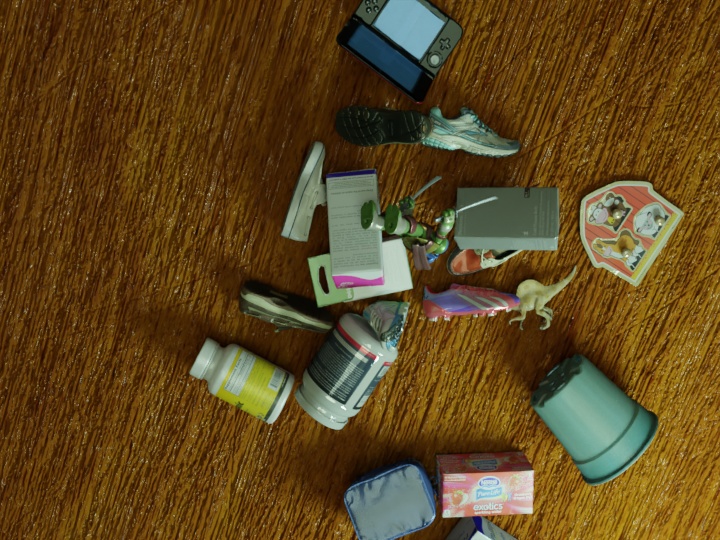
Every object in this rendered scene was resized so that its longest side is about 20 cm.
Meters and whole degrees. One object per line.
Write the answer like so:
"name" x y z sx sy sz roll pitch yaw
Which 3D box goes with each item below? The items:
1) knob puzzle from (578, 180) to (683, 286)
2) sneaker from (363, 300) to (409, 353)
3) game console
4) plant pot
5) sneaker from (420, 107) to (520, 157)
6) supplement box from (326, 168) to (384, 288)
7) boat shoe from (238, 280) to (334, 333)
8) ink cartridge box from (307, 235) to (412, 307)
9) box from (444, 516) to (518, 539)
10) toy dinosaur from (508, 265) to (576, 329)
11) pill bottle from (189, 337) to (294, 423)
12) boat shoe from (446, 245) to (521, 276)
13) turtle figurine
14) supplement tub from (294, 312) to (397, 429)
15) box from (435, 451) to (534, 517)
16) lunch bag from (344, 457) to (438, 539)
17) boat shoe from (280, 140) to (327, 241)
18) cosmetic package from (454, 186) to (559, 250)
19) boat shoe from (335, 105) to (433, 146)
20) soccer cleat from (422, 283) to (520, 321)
"knob puzzle" 0.531 -0.091 1.655 0.215 0.030 0.224 0 102 -1
"sneaker" 0.043 0.104 1.605 0.085 0.200 0.076 15 102 5
"game console" 0.078 -0.439 1.525 0.198 0.119 0.174 35 100 -9
"plant pot" 0.463 0.291 1.662 0.200 0.200 0.196 -44 92 8
"sneaker" 0.218 -0.270 1.587 0.196 0.078 0.088 9 99 -3
"supplement box" -0.008 -0.077 1.566 0.101 0.101 0.204 -5 73 3
"boat shoe" -0.154 0.090 1.665 0.199 0.075 0.076 23 115 0
"ink cartridge box" 0.000 0.000 1.647 0.196 0.059 0.106 -12 100 1
"box" 0.268 0.656 1.772 0.198 0.105 0.185 35 100 -9
"toy dinosaur" 0.364 0.063 1.671 0.196 0.058 0.103 -18 101 3
"pill bottle" -0.242 0.218 1.664 0.198 0.111 0.113 29 100 -7
"boat shoe" 0.266 -0.042 1.643 0.197 0.063 0.072 -24 104 5
"turtle figurine" 0.106 -0.112 1.501 0.192 0.145 0.201 7 126 -44
"supplement tub" -0.030 0.202 1.649 0.139 0.140 0.202 34 99 -8
"box" 0.261 0.451 1.729 0.196 0.096 0.102 -1 102 -4
"lunch bag" 0.071 0.479 1.718 0.197 0.132 0.138 -20 84 2
"boat shoe" -0.096 -0.151 1.610 0.069 0.071 0.203 17 104 -10
"cosmetic package" 0.283 -0.100 1.579 0.196 0.090 0.109 0 76 13
"boat shoe" 0.049 -0.277 1.576 0.196 0.074 0.077 10 106 22
"soccer cleat" 0.222 0.057 1.651 0.196 0.067 0.078 -8 86 15
